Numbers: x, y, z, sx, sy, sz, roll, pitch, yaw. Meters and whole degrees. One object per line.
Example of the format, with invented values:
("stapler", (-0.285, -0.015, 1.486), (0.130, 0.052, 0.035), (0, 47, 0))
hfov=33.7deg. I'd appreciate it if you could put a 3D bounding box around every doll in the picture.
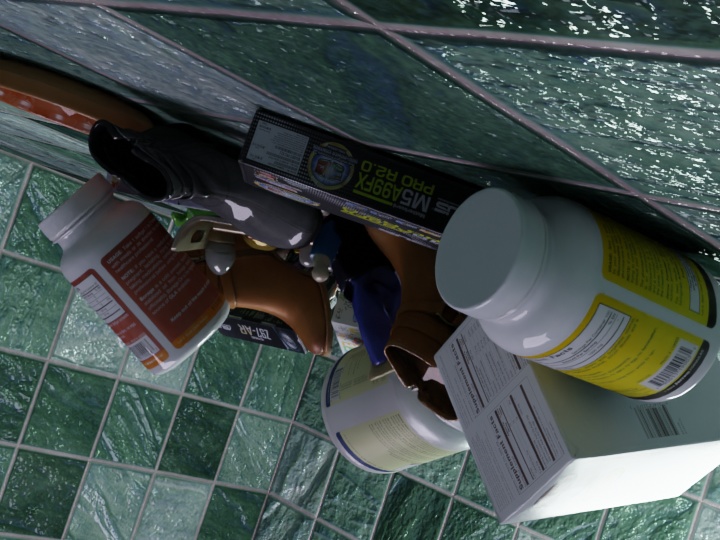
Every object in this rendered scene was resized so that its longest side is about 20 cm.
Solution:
("doll", (0.000, 0.000, 1.121), (0.048, 0.202, 0.136), (-30, 167, 39))

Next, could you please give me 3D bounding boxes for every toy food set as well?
("toy food set", (-0.085, -0.018, 1.246), (0.198, 0.061, 0.143), (10, -177, 6))

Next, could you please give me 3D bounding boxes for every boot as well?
("boot", (0.054, 0.028, 1.054), (0.200, 0.074, 0.155), (40, -136, 6))
("boot", (-0.126, 0.024, 1.344), (0.154, 0.201, 0.077), (-12, 156, -29))
("boot", (-0.141, -0.071, 1.064), (0.199, 0.070, 0.131), (27, -165, 19))

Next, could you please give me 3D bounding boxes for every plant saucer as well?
("plant saucer", (-0.292, -0.166, 1.185), (0.199, 0.033, 0.200), (19, 178, 1))

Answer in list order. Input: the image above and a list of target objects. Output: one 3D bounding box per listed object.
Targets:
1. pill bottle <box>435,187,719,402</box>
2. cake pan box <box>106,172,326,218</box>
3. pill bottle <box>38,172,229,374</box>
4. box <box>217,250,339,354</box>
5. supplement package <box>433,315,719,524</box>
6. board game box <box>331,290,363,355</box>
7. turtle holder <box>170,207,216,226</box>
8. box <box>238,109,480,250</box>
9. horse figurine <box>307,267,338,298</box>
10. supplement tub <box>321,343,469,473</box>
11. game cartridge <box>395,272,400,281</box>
("pill bottle", (0.152, 0.015, 0.830), (0.199, 0.113, 0.112), (22, 176, -33))
("cake pan box", (-0.151, -0.088, 1.273), (0.183, 0.053, 0.199), (6, -175, -36))
("pill bottle", (-0.238, 0.001, 1.244), (0.200, 0.112, 0.112), (51, 170, -12))
("box", (-0.087, 0.018, 1.627), (0.159, 0.200, 0.044), (8, 136, 36))
("supplement package", (0.188, 0.102, 0.967), (0.198, 0.157, 0.111), (-1, 146, -31))
("board game box", (0.010, 0.033, 1.401), (0.034, 0.136, 0.200), (12, 160, 10))
("turtle holder", (-0.169, -0.043, 1.609), (0.142, 0.131, 0.185), (64, 170, -8))
("box", (0.002, -0.067, 0.973), (0.198, 0.045, 0.160), (20, 177, -4))
("horse figurine", (0.004, -0.010, 1.531), (0.199, 0.133, 0.050), (12, -153, -47))
("supplement tub", (0.065, 0.128, 1.261), (0.144, 0.146, 0.200), (20, 152, -28))
("game cartridge", (0.115, 0.020, 1.198), (0.199, 0.041, 0.133), (10, 170, 34))
